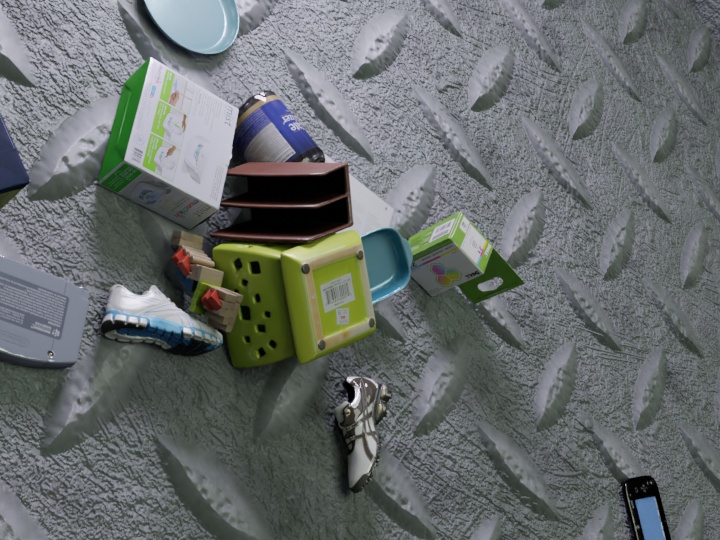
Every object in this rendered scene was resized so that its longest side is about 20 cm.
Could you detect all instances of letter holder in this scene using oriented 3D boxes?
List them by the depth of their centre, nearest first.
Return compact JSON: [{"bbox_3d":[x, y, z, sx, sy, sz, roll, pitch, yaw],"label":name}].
[{"bbox_3d":[-0.133,-0.108,1.632,0.142,0.197,0.102,-27,116,-55],"label":"letter holder"}]

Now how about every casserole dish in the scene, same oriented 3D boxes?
[{"bbox_3d":[0.000,0.000,1.823,0.198,0.039,0.123,-25,108,-20],"label":"casserole dish"}]

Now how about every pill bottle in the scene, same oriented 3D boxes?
[{"bbox_3d":[-0.130,-0.195,1.758,0.201,0.112,0.111,50,44,8],"label":"pill bottle"}]

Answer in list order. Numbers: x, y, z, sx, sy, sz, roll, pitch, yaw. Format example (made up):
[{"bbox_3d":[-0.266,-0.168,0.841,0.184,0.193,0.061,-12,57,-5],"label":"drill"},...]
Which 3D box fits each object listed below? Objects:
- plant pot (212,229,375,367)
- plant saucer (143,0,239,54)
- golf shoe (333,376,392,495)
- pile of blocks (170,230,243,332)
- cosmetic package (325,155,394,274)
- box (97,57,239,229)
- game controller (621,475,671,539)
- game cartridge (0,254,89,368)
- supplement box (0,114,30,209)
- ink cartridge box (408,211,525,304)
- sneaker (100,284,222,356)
[{"bbox_3d":[-0.093,0.037,1.634,0.199,0.180,0.203,-19,103,-45],"label":"plant pot"},{"bbox_3d":[-0.300,-0.465,1.811,0.198,0.027,0.203,20,59,-37],"label":"plant saucer"},{"bbox_3d":[-0.010,0.271,1.732,0.093,0.078,0.202,21,55,-14],"label":"golf shoe"},{"bbox_3d":[-0.255,0.014,1.578,0.062,0.082,0.201,17,27,-49],"label":"pile of blocks"},{"bbox_3d":[-0.038,-0.100,1.875,0.199,0.051,0.152,37,53,-26],"label":"cosmetic package"},{"bbox_3d":[-0.298,-0.200,1.644,0.175,0.096,0.203,27,55,-33],"label":"box"},{"bbox_3d":[0.610,0.539,2.201,0.103,0.042,0.203,3,69,-42],"label":"game controller"},{"bbox_3d":[-0.471,0.056,1.411,0.198,0.040,0.135,26,52,-33],"label":"game cartridge"},{"bbox_3d":[-0.557,-0.110,1.286,0.199,0.199,0.136,-23,88,-46],"label":"supplement box"},{"bbox_3d":[0.194,0.003,1.976,0.200,0.147,0.076,44,48,-19],"label":"ink cartridge box"},{"bbox_3d":[-0.290,0.068,1.552,0.198,0.075,0.088,21,51,-37],"label":"sneaker"}]
